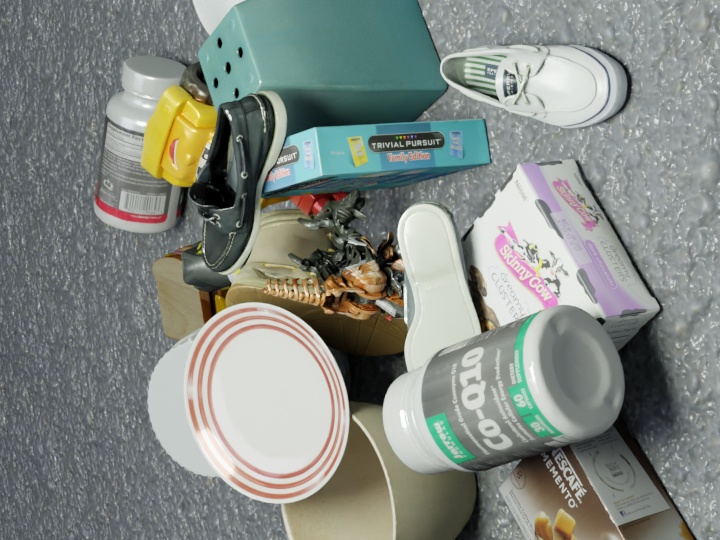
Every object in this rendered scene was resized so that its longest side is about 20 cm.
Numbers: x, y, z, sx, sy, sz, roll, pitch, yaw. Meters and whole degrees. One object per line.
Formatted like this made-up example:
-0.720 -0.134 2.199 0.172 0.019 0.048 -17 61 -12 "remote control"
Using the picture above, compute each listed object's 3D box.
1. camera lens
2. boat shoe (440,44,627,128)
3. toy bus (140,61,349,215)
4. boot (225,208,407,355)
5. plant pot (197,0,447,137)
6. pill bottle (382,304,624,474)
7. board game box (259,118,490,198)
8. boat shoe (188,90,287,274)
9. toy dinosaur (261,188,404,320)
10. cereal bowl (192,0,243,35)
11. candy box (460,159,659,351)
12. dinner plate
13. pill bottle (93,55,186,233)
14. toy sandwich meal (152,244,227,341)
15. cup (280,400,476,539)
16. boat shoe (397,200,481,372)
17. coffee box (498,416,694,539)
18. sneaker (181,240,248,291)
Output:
-0.114 0.125 1.754 0.159 0.200 0.161 5 102 26 "camera lens"
0.149 -0.166 1.469 0.200 0.066 0.074 12 105 53 "boat shoe"
-0.103 -0.124 1.728 0.192 0.199 0.136 46 134 22 "toy bus"
-0.030 0.008 1.729 0.156 0.199 0.073 -74 -7 -51 "boot"
-0.048 -0.206 1.628 0.141 0.199 0.142 -41 62 49 "plant pot"
0.117 0.108 1.394 0.200 0.113 0.114 -26 74 46 "pill bottle"
0.000 -0.108 1.574 0.151 0.199 0.047 -12 86 54 "board game box"
-0.127 -0.078 1.528 0.075 0.066 0.200 55 136 33 "boat shoe"
0.000 0.000 1.589 0.102 0.199 0.136 -53 49 20 "toy dinosaur"
-0.107 -0.344 1.789 0.200 0.083 0.201 14 107 53 "cereal bowl"
0.157 0.026 1.485 0.200 0.071 0.168 -55 52 44 "candy box"
-0.090 0.129 1.607 0.199 0.024 0.202 7 102 33 "dinner plate"
-0.263 -0.157 2.017 0.111 0.110 0.201 39 125 45 "pill bottle"
-0.194 0.071 1.989 0.205 0.070 0.207 12 105 53 "toy sandwich meal"
0.031 0.221 1.633 0.200 0.143 0.202 12 104 54 "cup"
0.074 0.033 1.509 0.062 0.072 0.201 -55 -43 -76 "boat shoe"
0.218 0.237 1.425 0.201 0.079 0.115 62 139 28 "coffee box"
-0.152 -0.013 1.840 0.200 0.084 0.075 38 -132 -84 "sneaker"
